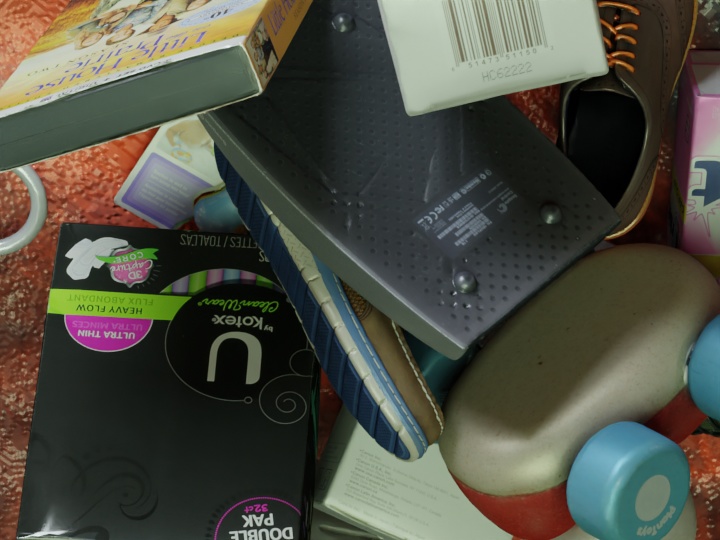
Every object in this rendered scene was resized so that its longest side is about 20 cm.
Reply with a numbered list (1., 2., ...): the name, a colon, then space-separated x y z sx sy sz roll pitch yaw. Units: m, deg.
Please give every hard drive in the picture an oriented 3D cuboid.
1. hard drive: 0.018 -0.051 1.410 0.200 0.135 0.042 43 148 15

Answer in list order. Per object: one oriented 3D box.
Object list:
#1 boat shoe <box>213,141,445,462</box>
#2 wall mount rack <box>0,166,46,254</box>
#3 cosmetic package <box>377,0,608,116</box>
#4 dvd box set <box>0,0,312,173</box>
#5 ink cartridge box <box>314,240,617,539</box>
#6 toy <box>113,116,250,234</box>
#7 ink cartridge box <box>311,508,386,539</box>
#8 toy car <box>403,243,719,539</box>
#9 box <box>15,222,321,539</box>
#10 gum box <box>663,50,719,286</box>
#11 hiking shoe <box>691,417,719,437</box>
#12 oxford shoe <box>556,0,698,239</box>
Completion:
1. boat shoe: 0.000 0.000 1.437 0.072 0.072 0.201 -25 77 -14
2. wall mount rack: -0.268 -0.054 1.495 0.199 0.075 0.174 4 118 -4
3. cosmetic package: 0.060 -0.157 1.380 0.101 0.200 0.072 -12 118 6
4. dvd box set: -0.099 -0.115 1.392 0.146 0.200 0.030 -16 111 17
5. ink cartridge box: 0.058 0.059 1.565 0.109 0.050 0.201 25 81 -13
6. toy: -0.035 -0.079 1.507 0.115 0.047 0.200 29 114 -16
7. ink cartridge box: -0.046 0.219 1.631 0.146 0.083 0.201 14 118 -24
8. toy car: 0.138 0.105 1.497 0.177 0.184 0.200 -42 132 -22
9. box: -0.097 0.093 1.492 0.148 0.201 0.125 4 145 1
10. gum box: 0.270 -0.053 1.513 0.199 0.066 0.114 1 117 -1
11. hiking shoe: 0.197 0.057 1.552 0.199 0.101 0.076 -27 115 13
12. oxford shoe: 0.137 -0.115 1.447 0.071 0.073 0.201 4 92 6
